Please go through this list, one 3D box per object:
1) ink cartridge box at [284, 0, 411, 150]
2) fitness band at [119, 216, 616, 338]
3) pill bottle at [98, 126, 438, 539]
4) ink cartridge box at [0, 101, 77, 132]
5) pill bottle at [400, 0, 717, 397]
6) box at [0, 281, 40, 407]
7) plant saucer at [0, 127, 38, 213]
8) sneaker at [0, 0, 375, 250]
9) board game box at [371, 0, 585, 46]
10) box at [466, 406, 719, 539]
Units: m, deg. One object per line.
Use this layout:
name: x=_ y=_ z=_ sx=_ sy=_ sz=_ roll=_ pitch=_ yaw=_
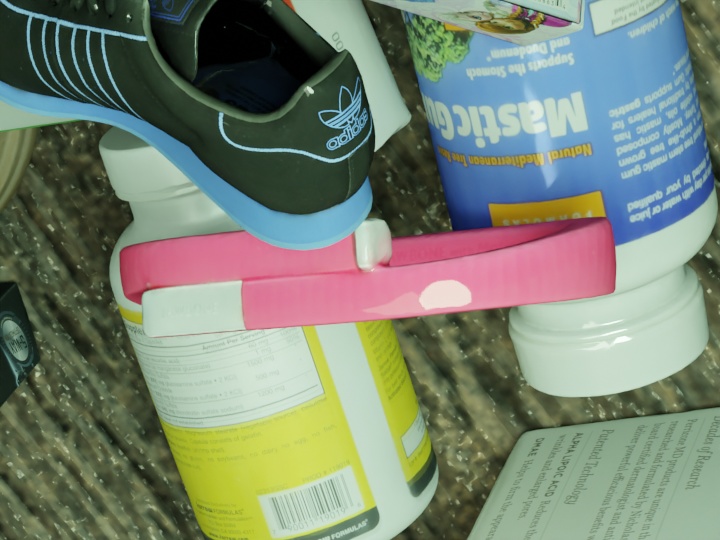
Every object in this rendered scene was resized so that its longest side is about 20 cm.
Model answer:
ink cartridge box: x=-0.027 y=-0.119 z=0.982 sx=0.057 sy=0.200 sz=0.164 roll=-26 pitch=106 yaw=-3
fitness band: x=0.000 y=0.000 z=0.948 sx=0.199 sy=0.143 sz=0.038 roll=-4 pitch=91 yaw=36
pill bottle: x=-0.044 y=0.024 z=1.099 sx=0.111 sy=0.112 sz=0.201 roll=-11 pitch=109 yaw=21
ink cartridge box: x=-0.154 y=-0.161 z=0.989 sx=0.145 sy=0.083 sz=0.202 roll=-9 pitch=79 yaw=-14
pill bottle: x=0.084 y=-0.055 z=1.026 sx=0.111 sy=0.112 sz=0.202 roll=-7 pitch=110 yaw=19
box: x=-0.268 y=0.067 z=1.159 sx=0.198 sy=0.160 sz=0.044 roll=-8 pitch=111 yaw=19
plant saucer: x=-0.233 y=-0.086 z=1.072 sx=0.198 sy=0.030 sz=0.202 roll=7 pitch=117 yaw=14
sneaker: x=-0.076 y=-0.085 z=0.871 sx=0.199 sy=0.070 sz=0.078 roll=29 pitch=146 yaw=21
board game box: x=-0.001 y=-0.201 z=0.887 sx=0.041 sy=0.199 sz=0.201 roll=-11 pitch=70 yaw=56
box: x=0.128 y=0.192 z=1.074 sx=0.130 sy=0.200 sz=0.200 roll=-8 pitch=110 yaw=22
